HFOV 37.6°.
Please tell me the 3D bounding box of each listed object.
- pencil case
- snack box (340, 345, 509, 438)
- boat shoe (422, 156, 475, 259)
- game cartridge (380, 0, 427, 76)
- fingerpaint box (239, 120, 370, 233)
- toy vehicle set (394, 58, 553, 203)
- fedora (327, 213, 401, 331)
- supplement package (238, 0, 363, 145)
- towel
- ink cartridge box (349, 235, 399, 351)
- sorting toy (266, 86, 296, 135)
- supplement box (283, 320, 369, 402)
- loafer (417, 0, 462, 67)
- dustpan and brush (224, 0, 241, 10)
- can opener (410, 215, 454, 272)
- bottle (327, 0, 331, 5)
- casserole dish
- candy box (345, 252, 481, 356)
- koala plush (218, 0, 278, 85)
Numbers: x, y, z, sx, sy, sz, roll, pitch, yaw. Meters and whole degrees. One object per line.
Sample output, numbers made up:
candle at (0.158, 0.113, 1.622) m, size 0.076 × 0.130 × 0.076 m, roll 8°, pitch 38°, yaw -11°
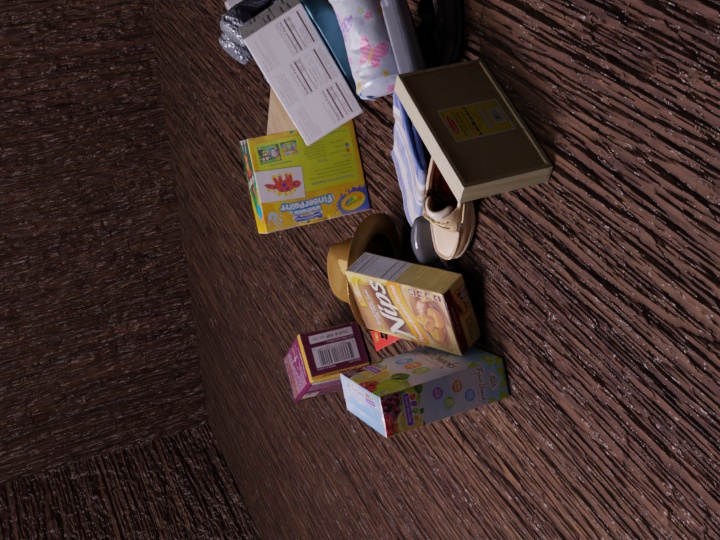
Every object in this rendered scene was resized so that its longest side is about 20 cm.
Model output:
pencil case at (0.007, -0.362, 1.592) m, size 0.083 × 0.090 × 0.202 m, roll 1°, pitch -111°, yaw -68°
snack box at (0.091, 0.167, 1.554) m, size 0.168 × 0.198 × 0.069 m, roll -162°, pitch 60°, yaw -68°
boat shoe at (0.117, -0.095, 1.467) m, size 0.073 × 0.069 × 0.202 m, roll 26°, pitch 133°, yaw 32°
game cartridge at (0.069, -0.288, 1.440) m, size 0.200 × 0.040 × 0.135 m, roll 8°, pitch -109°, yaw -82°
fingerpaint box at (-0.099, -0.168, 1.877) m, size 0.073 × 0.198 × 0.169 m, roll -173°, pitch 69°, yaw -71°
toy vehicle set at (0.136, -0.176, 1.295) m, size 0.027 × 0.123 × 0.201 m, roll 101°, pitch 150°, yaw -51°
fedora at (0.000, 0.000, 1.731) m, size 0.081 × 0.200 × 0.203 m, roll 6°, pitch 116°, yaw 26°
supplement package at (-0.101, -0.332, 1.737) m, size 0.201 × 0.110 × 0.156 m, roll 59°, pitch -178°, yaw -22°
towel at (0.071, -0.163, 1.568) m, size 0.200 × 0.023 × 0.149 m, roll 89°, pitch 170°, yaw -69°
ink cartridge box at (0.006, 0.046, 1.965) m, size 0.161 × 0.050 × 0.202 m, roll 141°, pitch 116°, yaw -70°
sorting toy at (-0.115, -0.258, 2.067) m, size 0.200 × 0.069 × 0.201 m, roll 103°, pitch 149°, yaw -53°
supplement box at (-0.071, 0.189, 2.167) m, size 0.200 × 0.129 × 0.104 m, roll 126°, pitch 129°, yaw -66°
loafer at (0.095, -0.357, 1.380) m, size 0.072 × 0.062 × 0.202 m, roll -124°, pitch 27°, yaw -46°
dustpan and brush at (-0.177, -0.502, 2.044) m, size 0.057 × 0.139 × 0.201 m, roll 49°, pitch 175°, yaw 39°
can opener at (0.105, 0.002, 1.603) m, size 0.053 × 0.066 × 0.202 m, roll -134°, pitch 35°, yaw -53°
bottle at (-0.069, -0.480, 1.776) m, size 0.200 × 0.065 × 0.085 m, roll -138°, pitch 41°, yaw -59°
casserole dish at (-0.037, -0.366, 1.708) m, size 0.122 × 0.039 × 0.200 m, roll 60°, pitch -177°, yaw 41°
candy box at (0.077, 0.048, 1.585) m, size 0.199 × 0.055 × 0.116 m, roll 13°, pitch 134°, yaw 43°
koala plush at (-0.134, -0.406, 1.927) m, size 0.201 × 0.183 × 0.177 m, roll 56°, pitch 173°, yaw -2°
